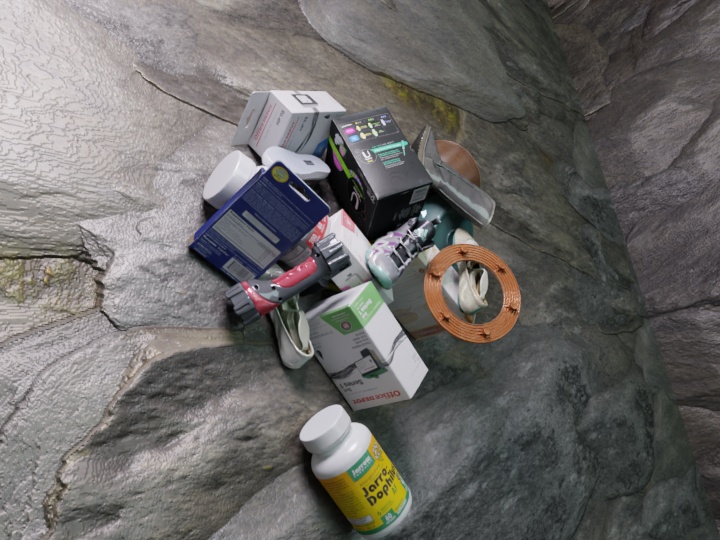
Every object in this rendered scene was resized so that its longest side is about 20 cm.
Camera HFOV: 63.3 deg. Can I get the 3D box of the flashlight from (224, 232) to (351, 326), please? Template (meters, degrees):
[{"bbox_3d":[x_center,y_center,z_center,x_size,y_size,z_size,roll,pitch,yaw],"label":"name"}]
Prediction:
[{"bbox_3d":[-0.115,0.009,0.928,0.068,0.199,0.068,52,-11,23],"label":"flashlight"}]

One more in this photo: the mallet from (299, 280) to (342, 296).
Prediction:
[{"bbox_3d":[-0.052,0.036,1.107,0.200,0.065,0.042,23,54,-60],"label":"mallet"}]

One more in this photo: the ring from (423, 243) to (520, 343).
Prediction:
[{"bbox_3d":[0.216,0.039,1.110,0.198,0.019,0.202,6,66,-12],"label":"ring"}]

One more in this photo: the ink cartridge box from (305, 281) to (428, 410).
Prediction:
[{"bbox_3d":[0.003,0.138,1.027,0.201,0.145,0.084,57,41,-12],"label":"ink cartridge box"}]

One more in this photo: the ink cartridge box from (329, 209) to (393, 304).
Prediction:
[{"bbox_3d":[0.000,0.000,1.085,0.200,0.067,0.117,50,21,-28],"label":"ink cartridge box"}]

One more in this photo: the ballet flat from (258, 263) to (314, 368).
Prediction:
[{"bbox_3d":[-0.122,0.063,0.981,0.069,0.069,0.202,-11,81,-51],"label":"ballet flat"}]

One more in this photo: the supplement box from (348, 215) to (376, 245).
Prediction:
[{"bbox_3d":[0.013,-0.095,1.217,0.066,0.068,0.202,31,53,-33],"label":"supplement box"}]

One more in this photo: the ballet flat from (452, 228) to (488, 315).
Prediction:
[{"bbox_3d":[0.229,-0.004,1.182,0.067,0.062,0.202,25,53,-38],"label":"ballet flat"}]

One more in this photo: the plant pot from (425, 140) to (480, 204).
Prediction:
[{"bbox_3d":[0.151,-0.177,1.322,0.200,0.186,0.188,-40,103,-50],"label":"plant pot"}]

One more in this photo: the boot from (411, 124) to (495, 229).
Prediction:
[{"bbox_3d":[0.193,-0.197,1.220,0.199,0.073,0.183,24,53,-13],"label":"boot"}]

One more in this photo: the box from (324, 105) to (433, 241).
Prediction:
[{"bbox_3d":[0.028,-0.188,1.136,0.123,0.149,0.201,-19,65,-20],"label":"box"}]

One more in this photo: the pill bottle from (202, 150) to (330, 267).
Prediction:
[{"bbox_3d":[-0.155,-0.101,0.983,0.200,0.113,0.115,37,47,-32],"label":"pill bottle"}]

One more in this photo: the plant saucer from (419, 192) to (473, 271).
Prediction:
[{"bbox_3d":[0.187,-0.069,1.258,0.199,0.036,0.202,-14,111,-41],"label":"plant saucer"}]

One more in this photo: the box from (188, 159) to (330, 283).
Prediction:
[{"bbox_3d":[-0.155,-0.072,0.911,0.121,0.200,0.033,42,17,-28],"label":"box"}]

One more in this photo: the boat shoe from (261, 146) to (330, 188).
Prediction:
[{"bbox_3d":[-0.127,-0.179,1.076,0.070,0.066,0.200,46,22,9],"label":"boat shoe"}]

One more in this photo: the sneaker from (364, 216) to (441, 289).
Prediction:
[{"bbox_3d":[0.086,-0.049,1.051,0.078,0.139,0.200,53,18,-15],"label":"sneaker"}]

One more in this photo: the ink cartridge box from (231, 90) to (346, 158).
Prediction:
[{"bbox_3d":[-0.130,-0.265,1.080,0.067,0.116,0.199,46,35,16],"label":"ink cartridge box"}]

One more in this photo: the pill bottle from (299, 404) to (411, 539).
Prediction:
[{"bbox_3d":[-0.010,0.322,0.949,0.201,0.112,0.113,57,39,-12],"label":"pill bottle"}]

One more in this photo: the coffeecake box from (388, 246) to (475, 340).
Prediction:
[{"bbox_3d":[0.126,0.041,1.212,0.200,0.153,0.073,48,42,-23],"label":"coffeecake box"}]
